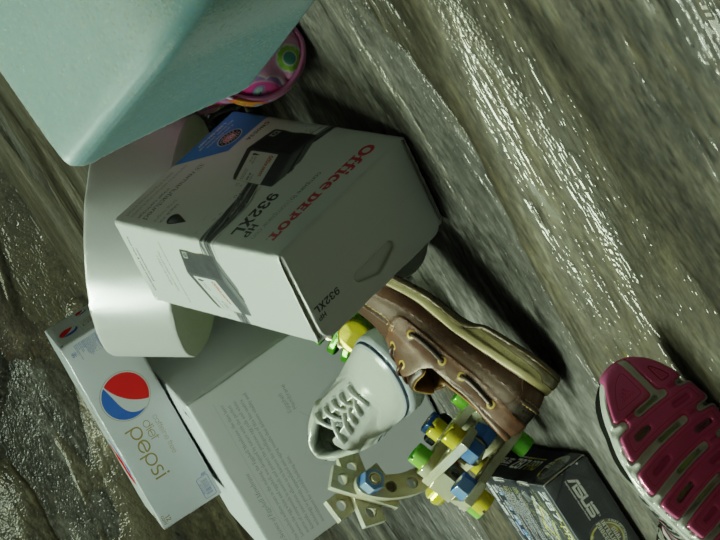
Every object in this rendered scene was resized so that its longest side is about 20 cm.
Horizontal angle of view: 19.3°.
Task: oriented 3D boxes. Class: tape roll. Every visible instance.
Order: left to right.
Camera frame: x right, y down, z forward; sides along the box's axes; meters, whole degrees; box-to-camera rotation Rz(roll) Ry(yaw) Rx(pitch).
[{"bbox_3d":[-0.168,-0.030,1.746,0.202,0.070,0.204,0,-90,-81],"label":"tape roll"}]

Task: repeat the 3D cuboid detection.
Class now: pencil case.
[{"bbox_3d":[-0.107,-0.168,1.666,0.088,0.087,0.200,58,167,-12],"label":"pencil case"}]

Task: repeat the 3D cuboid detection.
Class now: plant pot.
[{"bbox_3d":[-0.125,-0.220,1.320,0.197,0.196,0.200,54,131,4],"label":"plant pot"}]

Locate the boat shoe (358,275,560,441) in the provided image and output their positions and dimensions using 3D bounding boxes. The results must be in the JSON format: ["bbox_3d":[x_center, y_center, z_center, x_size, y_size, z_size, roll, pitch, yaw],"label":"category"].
[{"bbox_3d":[0.049,0.056,1.567,0.200,0.068,0.072,31,177,24],"label":"boat shoe"}]

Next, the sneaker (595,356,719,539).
[{"bbox_3d":[0.207,0.144,1.331,0.200,0.074,0.087,51,161,-3],"label":"sneaker"}]

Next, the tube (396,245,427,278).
[{"bbox_3d":[-0.017,-0.039,1.698,0.052,0.058,0.200,58,165,-28],"label":"tube"}]

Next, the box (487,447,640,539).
[{"bbox_3d":[0.186,0.235,1.689,0.200,0.049,0.161,57,169,-5],"label":"box"}]

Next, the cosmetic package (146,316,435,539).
[{"bbox_3d":[-0.059,0.119,1.936,0.123,0.200,0.200,34,155,56],"label":"cosmetic package"}]

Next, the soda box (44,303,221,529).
[{"bbox_3d":[-0.202,0.127,1.887,0.201,0.063,0.068,64,167,-21],"label":"soda box"}]

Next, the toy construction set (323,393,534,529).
[{"bbox_3d":[0.062,0.157,1.705,0.092,0.131,0.200,46,144,-16],"label":"toy construction set"}]

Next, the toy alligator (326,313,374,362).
[{"bbox_3d":[-0.039,0.031,1.819,0.200,0.054,0.059,33,-153,8],"label":"toy alligator"}]

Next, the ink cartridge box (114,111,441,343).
[{"bbox_3d":[-0.063,-0.037,1.582,0.199,0.145,0.084,12,138,47],"label":"ink cartridge box"}]

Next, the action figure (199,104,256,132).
[{"bbox_3d":[-0.133,-0.098,1.884,0.119,0.102,0.200,62,172,24],"label":"action figure"}]

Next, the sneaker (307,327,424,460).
[{"bbox_3d":[0.001,0.113,1.749,0.073,0.071,0.200,45,157,13],"label":"sneaker"}]
